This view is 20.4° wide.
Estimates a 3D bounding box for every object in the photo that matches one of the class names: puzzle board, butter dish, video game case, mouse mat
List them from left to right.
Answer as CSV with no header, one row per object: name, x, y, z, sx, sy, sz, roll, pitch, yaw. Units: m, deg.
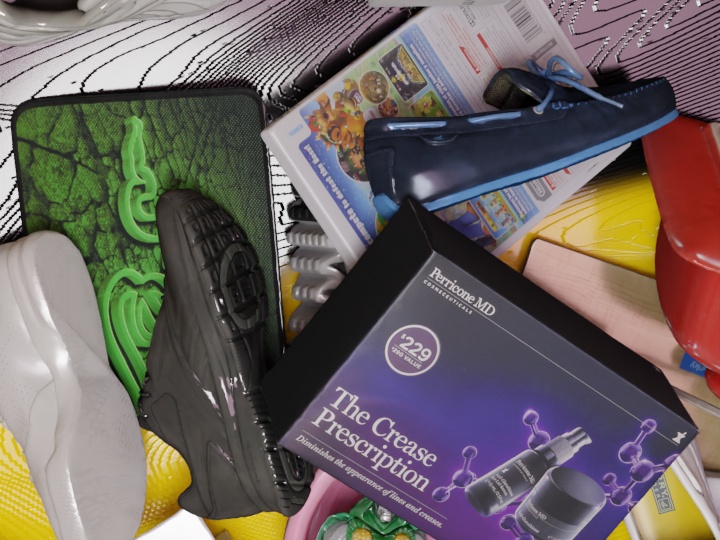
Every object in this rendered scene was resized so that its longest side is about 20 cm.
mouse mat,-0.126,-0.007,1.203,0.160,0.008,0.201,-3,100,11
video game case,0.055,-0.078,1.182,0.200,0.018,0.144,-39,102,-24
puzzle board,0.175,0.081,1.260,0.199,0.017,0.152,19,96,-8
butter dish,0.248,0.016,1.186,0.198,0.200,0.149,14,117,-7

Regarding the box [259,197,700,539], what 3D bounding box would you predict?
box,0.066,0.076,1.122,0.199,0.079,0.141,33,103,-23

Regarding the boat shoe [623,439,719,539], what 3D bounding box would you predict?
boat shoe,0.196,0.179,1.192,0.074,0.086,0.203,-20,88,20

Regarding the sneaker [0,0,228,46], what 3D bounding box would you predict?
sneaker,-0.132,-0.173,1.149,0.199,0.099,0.078,-20,100,-2

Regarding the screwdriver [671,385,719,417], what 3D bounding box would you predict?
screwdriver,0.153,0.060,1.200,0.199,0.028,0.029,31,102,17

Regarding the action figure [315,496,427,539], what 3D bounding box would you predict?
action figure,0.001,0.217,1.186,0.117,0.055,0.201,6,95,-13

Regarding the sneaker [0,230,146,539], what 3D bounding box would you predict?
sneaker,-0.190,0.083,1.195,0.088,0.075,0.201,-17,82,29

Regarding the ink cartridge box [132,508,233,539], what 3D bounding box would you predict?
ink cartridge box,-0.097,0.245,1.236,0.116,0.068,0.201,-32,101,-1

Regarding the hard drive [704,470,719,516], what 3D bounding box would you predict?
hard drive,0.289,0.202,1.273,0.199,0.027,0.133,8,99,-12

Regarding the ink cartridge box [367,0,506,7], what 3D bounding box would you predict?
ink cartridge box,0.042,-0.257,1.108,0.085,0.146,0.201,-2,87,-4

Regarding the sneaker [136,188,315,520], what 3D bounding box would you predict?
sneaker,-0.095,0.053,1.166,0.090,0.076,0.201,-15,88,22

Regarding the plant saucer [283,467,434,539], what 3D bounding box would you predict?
plant saucer,0.050,0.173,1.236,0.199,0.051,0.202,-1,108,-2

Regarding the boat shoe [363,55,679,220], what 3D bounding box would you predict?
boat shoe,0.095,-0.087,1.148,0.199,0.084,0.069,-19,90,-28

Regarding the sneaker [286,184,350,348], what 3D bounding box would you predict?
sneaker,0.000,0.000,1.211,0.081,0.075,0.201,1,99,-24
